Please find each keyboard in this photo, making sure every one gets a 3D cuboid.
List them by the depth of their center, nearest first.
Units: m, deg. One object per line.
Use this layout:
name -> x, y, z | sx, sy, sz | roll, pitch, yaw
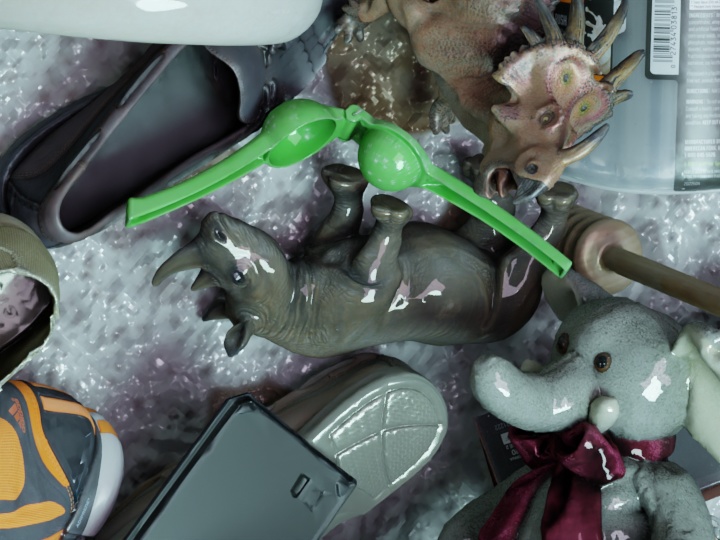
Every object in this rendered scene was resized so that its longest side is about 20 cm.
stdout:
keyboard -> -0.082, 0.157, 1.234 | 0.104, 0.040, 0.200 | 41, 79, -26

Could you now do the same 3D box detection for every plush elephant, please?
plush elephant -> 0.104, 0.083, 1.235 | 0.199, 0.164, 0.156 | -16, 103, -31

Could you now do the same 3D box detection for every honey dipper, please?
honey dipper -> 0.141, 0.005, 1.269 | 0.038, 0.200, 0.038 | -6, 104, -24

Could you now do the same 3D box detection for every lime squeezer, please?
lime squeezer -> -0.003, -0.042, 1.224 | 0.199, 0.071, 0.038 | 7, 134, -13

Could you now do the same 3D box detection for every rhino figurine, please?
rhino figurine -> 0.000, 0.000, 1.280 | 0.199, 0.060, 0.088 | -4, 120, -22

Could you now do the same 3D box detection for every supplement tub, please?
supplement tub -> 0.144, -0.142, 1.284 | 0.122, 0.122, 0.201 | -5, 102, -24

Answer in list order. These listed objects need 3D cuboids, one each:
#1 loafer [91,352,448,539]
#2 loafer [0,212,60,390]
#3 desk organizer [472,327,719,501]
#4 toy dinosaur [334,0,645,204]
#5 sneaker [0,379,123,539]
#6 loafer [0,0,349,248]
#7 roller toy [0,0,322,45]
loafer -> -0.053, 0.105, 1.283 | 0.200, 0.063, 0.072 | -32, 118, -10
loafer -> -0.203, 0.047, 1.142 | 0.200, 0.068, 0.076 | -43, 112, -17
desk organizer -> 0.159, 0.078, 1.360 | 0.199, 0.077, 0.072 | -20, 77, -5
toy dinosaur -> 0.065, -0.127, 1.225 | 0.086, 0.135, 0.201 | 2, 88, -48
sneaker -> -0.183, 0.139, 1.201 | 0.112, 0.077, 0.201 | 29, 76, -52
loafer -> -0.071, -0.075, 1.231 | 0.200, 0.063, 0.072 | -40, 114, -12
roller toy -> -0.101, -0.168, 1.129 | 0.182, 0.200, 0.140 | 1, 99, -19
